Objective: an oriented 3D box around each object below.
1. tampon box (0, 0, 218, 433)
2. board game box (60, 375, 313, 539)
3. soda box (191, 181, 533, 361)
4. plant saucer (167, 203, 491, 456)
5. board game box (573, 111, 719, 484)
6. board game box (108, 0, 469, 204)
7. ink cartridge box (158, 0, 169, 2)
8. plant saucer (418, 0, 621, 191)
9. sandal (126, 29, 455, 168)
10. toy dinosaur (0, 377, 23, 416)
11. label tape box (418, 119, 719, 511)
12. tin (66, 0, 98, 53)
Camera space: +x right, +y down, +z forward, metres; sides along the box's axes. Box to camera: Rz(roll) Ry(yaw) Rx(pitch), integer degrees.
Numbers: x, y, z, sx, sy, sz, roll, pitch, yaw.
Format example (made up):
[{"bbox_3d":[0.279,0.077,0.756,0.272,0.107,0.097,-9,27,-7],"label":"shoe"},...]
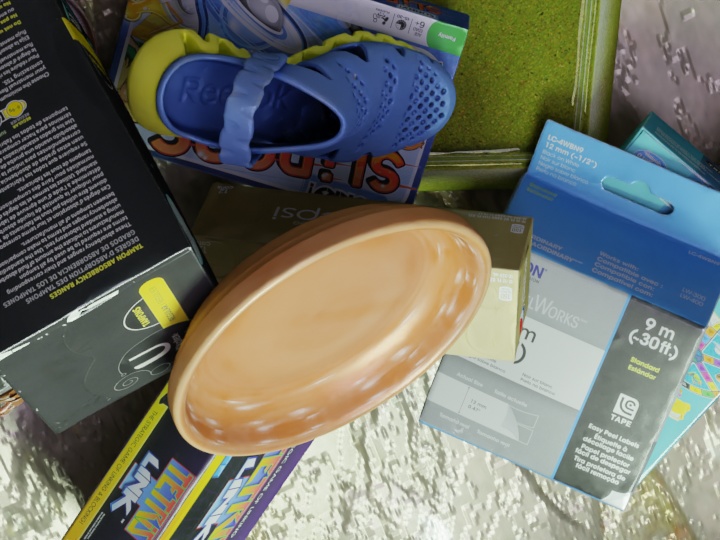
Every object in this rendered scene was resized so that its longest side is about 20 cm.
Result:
[{"bbox_3d":[-0.174,-0.039,1.407,0.126,0.200,0.150,-29,160,-2],"label":"tampon box"},{"bbox_3d":[-0.102,0.131,1.579,0.057,0.165,0.200,38,102,17],"label":"board game box"},{"bbox_3d":[0.000,0.000,1.516,0.200,0.064,0.068,6,124,8],"label":"soda box"},{"bbox_3d":[-0.021,0.028,1.416,0.200,0.037,0.200,-25,151,-15],"label":"plant saucer"},{"bbox_3d":[0.177,0.023,1.618,0.151,0.047,0.200,40,112,0],"label":"board game box"},{"bbox_3d":[-0.049,-0.116,1.528,0.200,0.034,0.136,16,111,-3],"label":"board game box"},{"bbox_3d":[-0.040,-0.254,1.452,0.200,0.084,0.145,-17,87,-8],"label":"ink cartridge box"},{"bbox_3d":[0.073,-0.136,1.577,0.200,0.048,0.200,-2,112,-14],"label":"plant saucer"},{"bbox_3d":[-0.029,-0.090,1.443,0.200,0.087,0.080,-5,114,-30],"label":"sandal"},{"bbox_3d":[-0.225,0.042,1.553,0.136,0.102,0.200,30,80,-40],"label":"toy dinosaur"},{"bbox_3d":[0.138,0.028,1.569,0.143,0.066,0.200,24,113,7],"label":"label tape box"},{"bbox_3d":[-0.256,-0.119,1.505,0.200,0.042,0.112,-10,110,-11],"label":"tin"}]
